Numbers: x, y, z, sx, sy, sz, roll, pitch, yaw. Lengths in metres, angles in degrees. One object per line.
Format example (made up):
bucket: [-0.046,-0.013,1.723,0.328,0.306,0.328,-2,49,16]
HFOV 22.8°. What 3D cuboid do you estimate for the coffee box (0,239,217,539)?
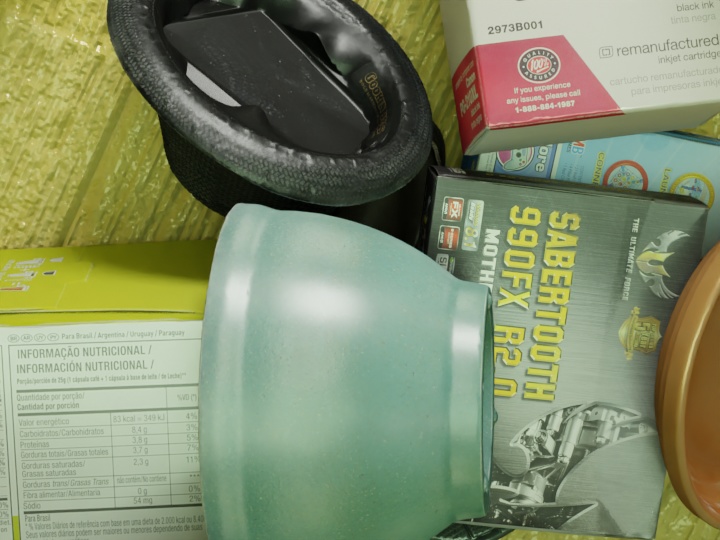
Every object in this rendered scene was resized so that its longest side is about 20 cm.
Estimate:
coffee box: [-0.169,0.098,0.993,0.199,0.200,0.199,-2,102,-3]

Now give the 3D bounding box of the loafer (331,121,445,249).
loafer: [0.000,0.000,1.054,0.073,0.071,0.201,19,99,-8]

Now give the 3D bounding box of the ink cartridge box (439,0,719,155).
ink cartridge box: [0.118,-0.177,0.993,0.144,0.084,0.201,-7,84,-7]

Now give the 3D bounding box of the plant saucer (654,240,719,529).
plant saucer: [0.231,0.050,1.028,0.200,0.037,0.201,-18,116,-40]

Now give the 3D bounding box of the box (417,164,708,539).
box: [0.104,0.048,1.027,0.158,0.048,0.201,7,101,-5]

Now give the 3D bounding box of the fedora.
fedora: [-0.061,-0.090,1.005,0.200,0.201,0.092,22,132,-8]

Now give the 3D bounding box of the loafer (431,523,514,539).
loafer: [0.023,0.157,1.101,0.199,0.063,0.072,-21,72,-6]

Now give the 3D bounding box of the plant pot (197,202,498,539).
plant pot: [0.002,0.066,0.919,0.133,0.200,0.201,1,101,8]

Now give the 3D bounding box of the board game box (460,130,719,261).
board game box: [0.147,0.008,1.076,0.195,0.056,0.201,11,100,-7]
